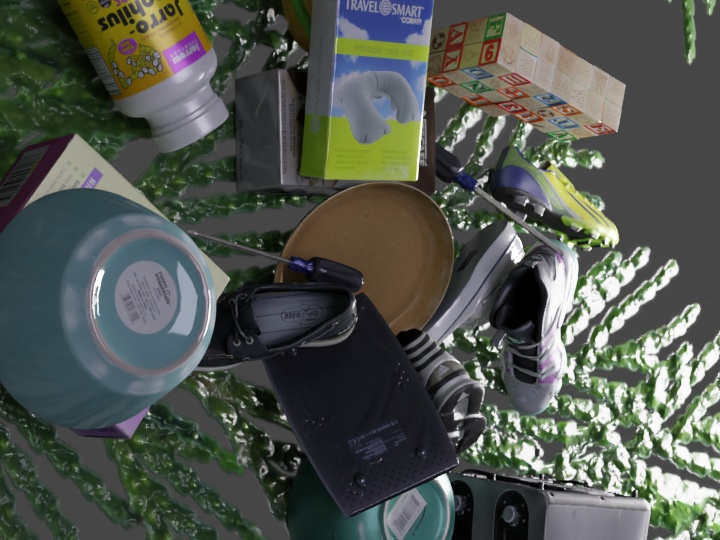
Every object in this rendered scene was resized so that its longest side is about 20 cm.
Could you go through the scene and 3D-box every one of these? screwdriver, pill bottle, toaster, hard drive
[{"bbox_3d":[0.134,-0.079,1.626,0.199,0.029,0.028,35,52,15],"label":"screwdriver"},{"bbox_3d":[-0.196,-0.211,1.398,0.104,0.104,0.201,-41,112,-34],"label":"pill bottle"},{"bbox_3d":[-0.080,-0.014,1.464,0.199,0.029,0.028,19,115,-31],"label":"screwdriver"},{"bbox_3d":[0.190,0.277,1.634,0.199,0.180,0.120,10,86,-39],"label":"toaster"},{"bbox_3d":[-0.006,0.131,1.485,0.134,0.042,0.201,-23,66,-16],"label":"hard drive"}]

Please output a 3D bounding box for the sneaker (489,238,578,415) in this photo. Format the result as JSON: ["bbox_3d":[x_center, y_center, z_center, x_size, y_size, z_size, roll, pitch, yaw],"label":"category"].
[{"bbox_3d":[0.169,0.073,1.650,0.140,0.077,0.202,-27,124,-60],"label":"sneaker"}]

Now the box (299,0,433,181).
[{"bbox_3d":[0.007,-0.188,1.474,0.121,0.047,0.202,-2,100,-39],"label":"box"}]

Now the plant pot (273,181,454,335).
[{"bbox_3d":[0.000,0.000,1.544,0.199,0.027,0.202,-13,121,-23],"label":"plant pot"}]

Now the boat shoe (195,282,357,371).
[{"bbox_3d":[-0.095,0.047,1.447,0.198,0.066,0.075,-3,70,-15],"label":"boat shoe"}]

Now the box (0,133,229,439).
[{"bbox_3d":[-0.245,0.016,1.346,0.200,0.096,0.177,44,61,-27],"label":"box"}]

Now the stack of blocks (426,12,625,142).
[{"bbox_3d":[0.181,-0.207,1.701,0.199,0.115,0.059,23,73,-37],"label":"stack of blocks"}]

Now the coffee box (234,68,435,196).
[{"bbox_3d":[-0.023,-0.132,1.550,0.199,0.080,0.114,0,87,-39],"label":"coffee box"}]

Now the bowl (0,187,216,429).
[{"bbox_3d":[-0.196,0.029,1.257,0.200,0.105,0.203,2,86,-39],"label":"bowl"}]

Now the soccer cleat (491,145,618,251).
[{"bbox_3d":[0.228,-0.081,1.764,0.199,0.064,0.084,24,65,-36],"label":"soccer cleat"}]

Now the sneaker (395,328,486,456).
[{"bbox_3d":[0.068,0.123,1.584,0.075,0.201,0.116,-29,65,-18],"label":"sneaker"}]

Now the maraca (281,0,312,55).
[{"bbox_3d":[-0.002,-0.255,1.561,0.199,0.107,0.138,16,61,-47],"label":"maraca"}]

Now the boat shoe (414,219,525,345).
[{"bbox_3d":[0.120,0.029,1.660,0.200,0.073,0.066,-48,111,-30],"label":"boat shoe"}]

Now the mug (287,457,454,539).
[{"bbox_3d":[0.020,0.256,1.534,0.151,0.114,0.187,0,86,-39],"label":"mug"}]
